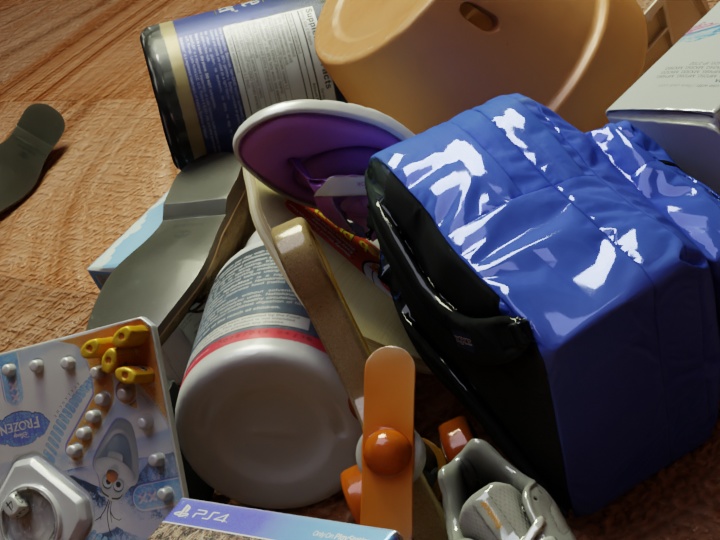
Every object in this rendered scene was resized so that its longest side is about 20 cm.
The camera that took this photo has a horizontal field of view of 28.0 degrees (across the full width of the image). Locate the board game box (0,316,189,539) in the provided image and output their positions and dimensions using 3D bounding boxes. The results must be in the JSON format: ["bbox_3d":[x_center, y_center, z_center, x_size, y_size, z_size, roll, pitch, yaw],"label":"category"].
[{"bbox_3d":[-0.190,0.144,0.829,0.200,0.200,0.026,-15,-8,22],"label":"board game box"}]

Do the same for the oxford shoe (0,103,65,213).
[{"bbox_3d":[-0.412,-0.112,1.685,0.071,0.071,0.200,-44,11,42],"label":"oxford shoe"}]

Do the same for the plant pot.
[{"bbox_3d":[0.065,-0.146,0.941,0.200,0.140,0.200,-34,35,29],"label":"plant pot"}]

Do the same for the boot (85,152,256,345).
[{"bbox_3d":[-0.119,0.008,0.990,0.074,0.075,0.200,2,42,25],"label":"boot"}]

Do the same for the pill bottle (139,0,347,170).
[{"bbox_3d":[-0.055,-0.149,1.075,0.200,0.112,0.112,-15,25,-6],"label":"pill bottle"}]

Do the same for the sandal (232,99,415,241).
[{"bbox_3d":[0.017,-0.042,0.861,0.082,0.203,0.050,-42,39,32],"label":"sandal"}]

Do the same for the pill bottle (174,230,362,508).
[{"bbox_3d":[-0.046,0.047,0.934,0.120,0.120,0.200,-21,27,16],"label":"pill bottle"}]

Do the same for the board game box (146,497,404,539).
[{"bbox_3d":[-0.071,0.216,0.674,0.159,0.097,0.200,-2,37,44],"label":"board game box"}]

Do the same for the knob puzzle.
[{"bbox_3d":[0.000,0.000,0.898,0.030,0.220,0.220,-48,17,26],"label":"knob puzzle"}]

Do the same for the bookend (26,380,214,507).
[{"bbox_3d":[-0.172,0.125,0.952,0.199,0.092,0.200,-17,27,21],"label":"bookend"}]

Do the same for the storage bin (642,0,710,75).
[{"bbox_3d":[0.147,-0.141,1.117,0.200,0.094,0.199,0,38,46],"label":"storage bin"}]

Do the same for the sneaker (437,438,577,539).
[{"bbox_3d":[0.080,0.148,0.653,0.076,0.092,0.200,-32,26,-6],"label":"sneaker"}]

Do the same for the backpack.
[{"bbox_3d":[0.104,0.003,0.779,0.168,0.163,0.200,-27,44,-17],"label":"backpack"}]

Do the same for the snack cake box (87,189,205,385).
[{"bbox_3d":[-0.104,-0.018,1.118,0.067,0.115,0.200,-3,35,43],"label":"snack cake box"}]

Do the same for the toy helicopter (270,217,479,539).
[{"bbox_3d":[0.002,0.066,0.756,0.079,0.200,0.132,-25,8,6],"label":"toy helicopter"}]

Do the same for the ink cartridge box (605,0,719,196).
[{"bbox_3d":[0.251,-0.089,0.850,0.200,0.146,0.083,-42,31,-27],"label":"ink cartridge box"}]
